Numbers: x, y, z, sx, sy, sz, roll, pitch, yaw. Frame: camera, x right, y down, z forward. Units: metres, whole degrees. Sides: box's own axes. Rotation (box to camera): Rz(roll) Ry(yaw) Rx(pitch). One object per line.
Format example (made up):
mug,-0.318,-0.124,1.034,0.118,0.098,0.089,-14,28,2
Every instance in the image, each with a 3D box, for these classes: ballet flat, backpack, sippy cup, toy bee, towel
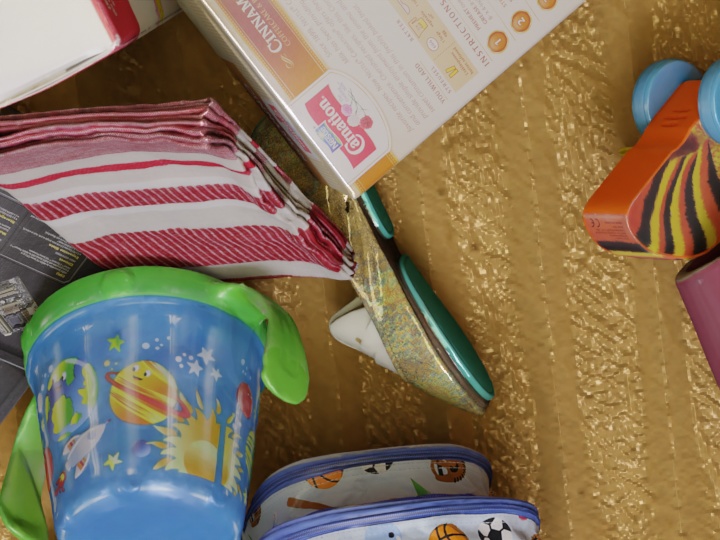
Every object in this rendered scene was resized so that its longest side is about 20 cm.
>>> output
ballet flat,0.000,0.000,1.191,0.071,0.071,0.200,-29,92,10
backpack,0.019,0.173,1.149,0.199,0.191,0.154,-11,76,-13
sippy cup,-0.111,0.089,1.156,0.139,0.131,0.178,6,139,-14
toy bee,0.203,-0.074,1.139,0.109,0.131,0.200,40,91,-28
towel,-0.099,-0.031,1.091,0.144,0.200,0.023,-3,69,21

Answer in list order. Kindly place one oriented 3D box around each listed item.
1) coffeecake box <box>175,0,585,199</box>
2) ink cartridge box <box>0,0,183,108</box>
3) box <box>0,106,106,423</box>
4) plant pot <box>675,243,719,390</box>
coffeecake box,0.016,-0.161,1.109,0.200,0.073,0.154,-41,111,-7
ink cartridge box,-0.165,-0.171,1.101,0.085,0.200,0.148,-26,98,10
box,-0.228,-0.018,1.157,0.200,0.048,0.159,27,107,-42
plant pot,0.261,0.041,1.113,0.200,0.200,0.179,-35,91,10
